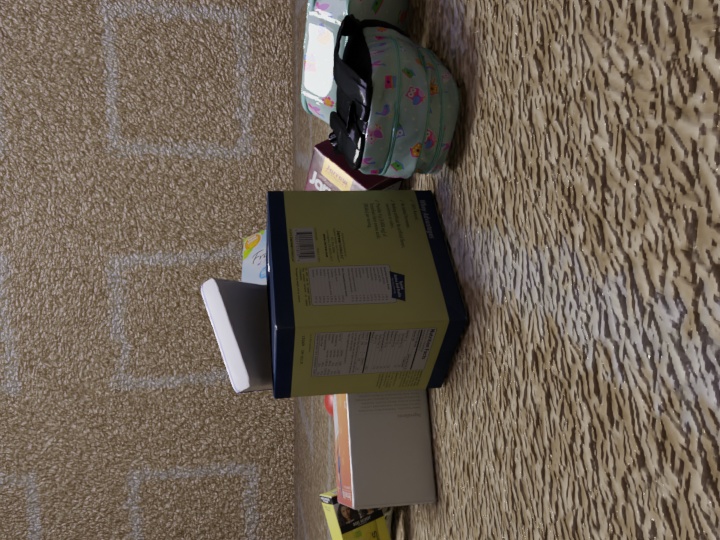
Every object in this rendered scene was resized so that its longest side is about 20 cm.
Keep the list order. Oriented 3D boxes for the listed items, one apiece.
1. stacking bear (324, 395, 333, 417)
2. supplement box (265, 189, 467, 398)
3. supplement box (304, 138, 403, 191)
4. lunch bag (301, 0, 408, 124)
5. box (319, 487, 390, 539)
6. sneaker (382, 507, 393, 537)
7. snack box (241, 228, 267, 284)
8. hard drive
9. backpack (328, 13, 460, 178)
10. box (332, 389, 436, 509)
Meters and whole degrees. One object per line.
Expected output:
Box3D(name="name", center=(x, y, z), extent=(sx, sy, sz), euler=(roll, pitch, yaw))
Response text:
Box3D(name="stacking bear", center=(-0.029, 0.178, 1.216), extent=(0.122, 0.112, 0.202), euler=(-113, 19, -65))
Box3D(name="supplement box", center=(-0.006, 0.022, 0.779), extent=(0.135, 0.198, 0.201), euler=(100, 165, -49))
Box3D(name="supplement box", center=(-0.022, -0.088, 0.997), extent=(0.110, 0.085, 0.201), euler=(41, 138, 22))
Box3D(name="lunch bag", center=(-0.004, -0.297, 0.902), extent=(0.160, 0.077, 0.201), euler=(-40, -30, -42))
Box3D(name="box", center=(0.007, 0.407, 0.966), extent=(0.050, 0.075, 0.202), euler=(-26, 78, 65))
Box3D(name="sneaker", center=(0.021, 0.365, 1.043), extent=(0.092, 0.075, 0.202), euler=(-167, 75, -75))
Box3D(name="snack box", center=(-0.115, 0.003, 1.133), extent=(0.068, 0.167, 0.201), euler=(53, -159, -41))
Box3D(name="hard drive", center=(-0.107, 0.080, 0.838), extent=(0.200, 0.025, 0.133), euler=(12, -128, -63))
Box3D(name="backpack", center=(0.032, -0.186, 0.755), extent=(0.201, 0.125, 0.168), euler=(-103, 14, -59))
Box3D(name="box", center=(0.024, 0.206, 0.905), extent=(0.152, 0.105, 0.202), euler=(121, 147, -71))
